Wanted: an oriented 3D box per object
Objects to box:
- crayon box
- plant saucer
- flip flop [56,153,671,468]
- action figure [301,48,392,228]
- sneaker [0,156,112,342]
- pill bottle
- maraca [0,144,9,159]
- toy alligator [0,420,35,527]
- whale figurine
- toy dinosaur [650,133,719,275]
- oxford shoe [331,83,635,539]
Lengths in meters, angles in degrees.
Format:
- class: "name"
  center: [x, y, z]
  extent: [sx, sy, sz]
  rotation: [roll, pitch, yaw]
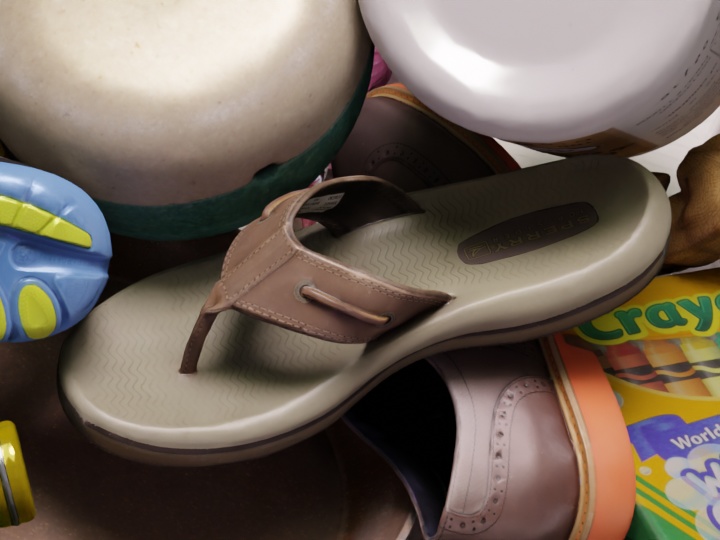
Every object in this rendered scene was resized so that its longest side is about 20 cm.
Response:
- class: "crayon box"
  center: [0.128, 0.061, 0.989]
  extent: [0.125, 0.052, 0.200]
  rotation: [-9, 42, -21]
- class: "plant saucer"
  center: [-0.077, 0.048, 0.955]
  extent: [0.200, 0.035, 0.201]
  rotation: [14, 38, -11]
- class: "flip flop"
  center: [0.000, 0.000, 0.915]
  extent: [0.199, 0.058, 0.081]
  rotation: [-18, 46, -5]
- class: "action figure"
  center: [-0.013, -0.100, 1.118]
  extent: [0.149, 0.134, 0.200]
  rotation: [-1, 54, 42]
- class: "sneaker"
  center: [-0.174, -0.018, 0.897]
  extent: [0.199, 0.071, 0.083]
  rotation: [13, 0, -6]
- class: "pill bottle"
  center: [0.074, -0.094, 0.983]
  extent: [0.114, 0.115, 0.200]
  rotation: [20, 4, 14]
- class: "maraca"
  center: [-0.146, -0.073, 1.040]
  extent: [0.200, 0.138, 0.107]
  rotation: [-8, 9, -42]
- class: "toy alligator"
  center: [-0.114, 0.103, 0.828]
  extent: [0.059, 0.054, 0.201]
  rotation: [-13, 67, -5]
- class: "whale figurine"
  center: [-0.078, -0.095, 0.972]
  extent: [0.159, 0.104, 0.200]
  rotation: [-30, 61, -13]
- class: "toy dinosaur"
  center: [0.133, -0.024, 1.012]
  extent: [0.106, 0.200, 0.061]
  rotation: [-30, 91, -40]
- class: "oxford shoe"
  center: [0.022, 0.011, 0.972]
  extent: [0.072, 0.071, 0.200]
  rotation: [1, 43, -28]
